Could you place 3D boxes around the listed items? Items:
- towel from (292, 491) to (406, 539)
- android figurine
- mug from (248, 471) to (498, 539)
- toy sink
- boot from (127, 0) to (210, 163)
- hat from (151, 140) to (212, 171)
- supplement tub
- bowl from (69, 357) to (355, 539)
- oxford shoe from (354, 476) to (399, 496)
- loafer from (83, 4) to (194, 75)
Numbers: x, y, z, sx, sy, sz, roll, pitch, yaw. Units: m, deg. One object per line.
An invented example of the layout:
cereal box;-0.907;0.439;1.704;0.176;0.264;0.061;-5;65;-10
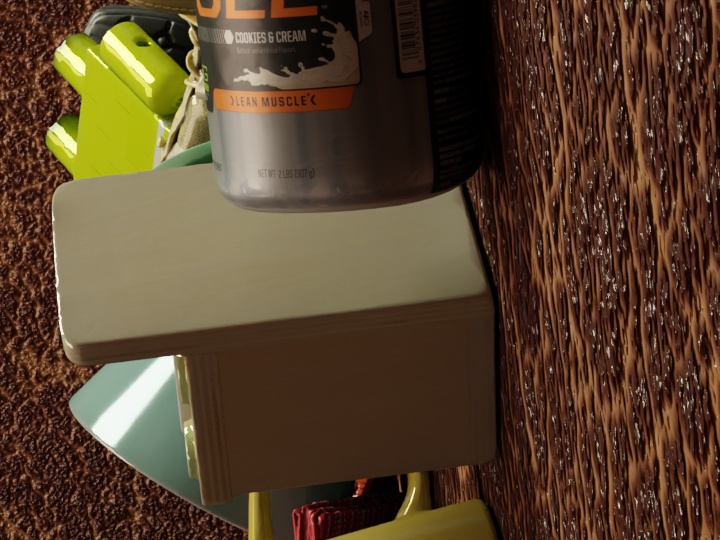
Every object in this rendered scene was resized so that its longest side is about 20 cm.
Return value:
towel;0.005;0.214;1.539;0.200;0.022;0.146;5;-100;-71
android figurine;-0.131;-0.056;1.498;0.200;0.041;0.183;48;139;37
mug;-0.005;0.188;1.253;0.187;0.152;0.150;-102;6;-51
toy sink;-0.042;0.028;1.184;0.131;0.199;0.113;-104;8;-52
boot;-0.080;-0.113;1.343;0.073;0.200;0.156;39;117;27
hat;-0.027;-0.082;1.320;0.166;0.199;0.177;45;-145;-39
supplement tub;-0.013;-0.133;1.066;0.123;0.122;0.201;-117;21;-78
bowl;-0.076;0.088;1.576;0.105;0.200;0.201;-61;9;6
oxford shoe;-0.005;0.153;1.751;0.072;0.071;0.201;2;-81;-57
loafer;-0.086;-0.123;1.593;0.070;0.199;0.068;-113;43;-72
